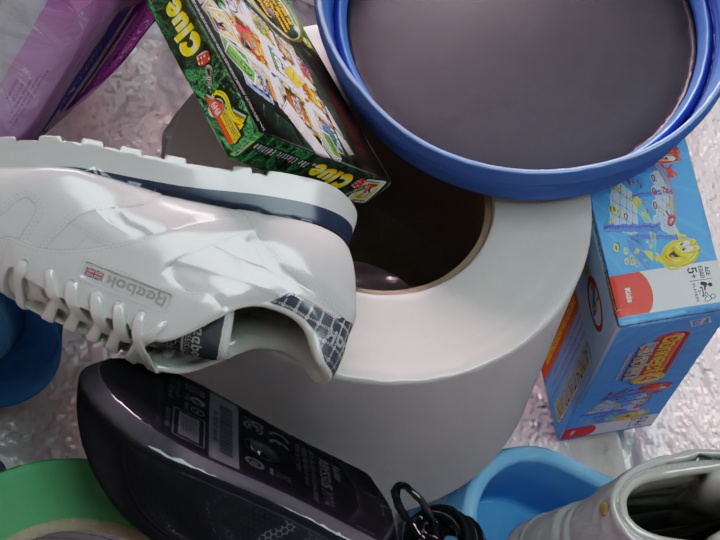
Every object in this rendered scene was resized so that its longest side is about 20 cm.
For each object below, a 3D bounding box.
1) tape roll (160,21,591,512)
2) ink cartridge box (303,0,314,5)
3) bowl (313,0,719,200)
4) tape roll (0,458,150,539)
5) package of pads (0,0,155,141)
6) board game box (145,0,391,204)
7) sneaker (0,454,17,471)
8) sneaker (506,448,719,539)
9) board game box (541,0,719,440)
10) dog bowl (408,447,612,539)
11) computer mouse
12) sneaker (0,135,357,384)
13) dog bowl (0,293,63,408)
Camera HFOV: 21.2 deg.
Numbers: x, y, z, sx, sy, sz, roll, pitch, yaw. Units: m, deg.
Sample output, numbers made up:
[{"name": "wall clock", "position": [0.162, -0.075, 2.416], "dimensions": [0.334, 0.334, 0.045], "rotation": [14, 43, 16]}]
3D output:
[{"name": "tape roll", "position": [0.000, 0.000, 0.930], "dimensions": [0.202, 0.139, 0.203], "rotation": [4, 57, -6]}, {"name": "ink cartridge box", "position": [0.017, -0.244, 1.119], "dimensions": [0.145, 0.083, 0.200], "rotation": [23, 59, -17]}, {"name": "bowl", "position": [0.078, -0.122, 0.901], "dimensions": [0.200, 0.039, 0.201], "rotation": [1, 62, -2]}, {"name": "tape roll", "position": [-0.125, 0.181, 0.801], "dimensions": [0.200, 0.048, 0.201], "rotation": [12, 69, -35]}, {"name": "package of pads", "position": [-0.148, -0.123, 0.901], "dimensions": [0.076, 0.121, 0.200], "rotation": [39, 23, -4]}, {"name": "board game box", "position": [-0.063, -0.121, 0.863], "dimensions": [0.105, 0.023, 0.200], "rotation": [14, 41, -53]}, {"name": "sneaker", "position": [-0.203, 0.122, 0.834], "dimensions": [0.129, 0.080, 0.200], "rotation": [5, 55, -16]}, {"name": "sneaker", "position": [0.183, 0.140, 0.932], "dimensions": [0.199, 0.116, 0.074], "rotation": [8, 62, -26]}, {"name": "board game box", "position": [0.122, -0.033, 1.004], "dimensions": [0.056, 0.200, 0.196], "rotation": [-9, 71, -6]}, {"name": "dog bowl", "position": [0.120, 0.161, 0.997], "dimensions": [0.200, 0.050, 0.112], "rotation": [26, 58, -14]}, {"name": "computer mouse", "position": [-0.037, 0.106, 0.797], "dimensions": [0.200, 0.053, 0.139], "rotation": [29, 14, -7]}, {"name": "sneaker", "position": [-0.100, -0.002, 0.794], "dimensions": [0.199, 0.076, 0.081], "rotation": [5, 68, -3]}, {"name": "dog bowl", "position": [-0.223, -0.012, 0.874], "dimensions": [0.200, 0.112, 0.050], "rotation": [29, 43, -13]}]
